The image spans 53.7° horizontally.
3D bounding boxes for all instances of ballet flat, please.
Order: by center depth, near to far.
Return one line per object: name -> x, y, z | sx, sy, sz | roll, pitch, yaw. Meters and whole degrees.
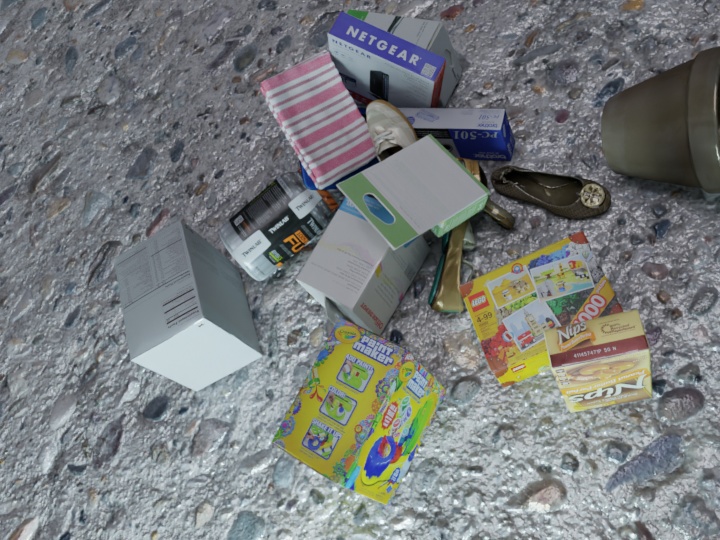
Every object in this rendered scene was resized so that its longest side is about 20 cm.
ballet flat -> 0.298, -0.132, 1.134 | 0.198, 0.046, 0.068 | 20, 76, 30
ballet flat -> 0.155, -0.025, 1.149 | 0.062, 0.069, 0.203 | 13, 72, -1

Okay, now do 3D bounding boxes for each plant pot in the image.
plant pot -> 0.453, -0.206, 1.034 | 0.172, 0.199, 0.203 | -2, 64, 41

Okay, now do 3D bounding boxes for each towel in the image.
towel -> -0.063, -0.253, 1.192 | 0.146, 0.030, 0.202 | -34, 98, -27

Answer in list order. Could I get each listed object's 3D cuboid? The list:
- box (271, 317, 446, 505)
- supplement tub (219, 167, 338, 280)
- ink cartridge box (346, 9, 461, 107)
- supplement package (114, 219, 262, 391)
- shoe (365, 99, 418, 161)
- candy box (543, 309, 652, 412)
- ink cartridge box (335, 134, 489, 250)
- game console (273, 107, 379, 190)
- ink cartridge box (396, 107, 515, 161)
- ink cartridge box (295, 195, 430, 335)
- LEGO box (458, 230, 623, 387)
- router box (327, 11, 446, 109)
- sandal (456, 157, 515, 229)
box -> 0.006, 0.204, 1.013 | 0.121, 0.200, 0.195 | 22, 77, 30
supplement tub -> -0.142, -0.088, 1.265 | 0.199, 0.123, 0.123 | -40, 57, 2
ink cartridge box -> 0.069, -0.386, 1.299 | 0.198, 0.147, 0.084 | 19, 76, 31
supplement package -> -0.294, 0.065, 1.218 | 0.146, 0.191, 0.202 | -28, 57, 10
shoe -> 0.068, -0.195, 1.196 | 0.069, 0.053, 0.202 | -28, 97, 36
candy box -> 0.310, 0.122, 0.915 | 0.114, 0.200, 0.056 | -14, 59, 17
ink cartridge box -> 0.079, -0.113, 1.086 | 0.199, 0.048, 0.146 | -32, 66, -24
game console -> -0.041, -0.224, 1.276 | 0.170, 0.197, 0.120 | 34, 124, 56
ink cartridge box -> 0.157, -0.233, 1.217 | 0.197, 0.094, 0.045 | 7, 68, 27
ink cartridge box -> 0.000, 0.000, 1.155 | 0.124, 0.129, 0.202 | 26, 77, 31
LEGO box -> 0.265, 0.058, 1.040 | 0.198, 0.077, 0.151 | -25, 59, 11
router box -> 0.043, -0.339, 1.232 | 0.198, 0.180, 0.049 | 27, 77, 9
sandal -> 0.188, -0.146, 1.169 | 0.054, 0.080, 0.200 | -49, 62, 10
